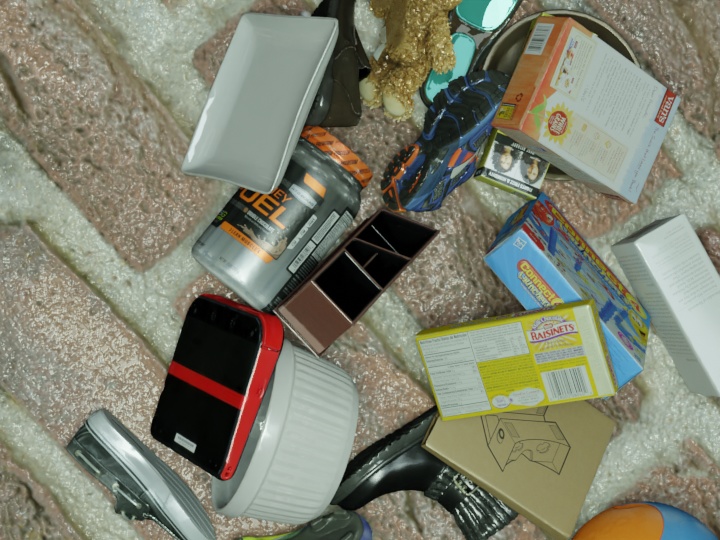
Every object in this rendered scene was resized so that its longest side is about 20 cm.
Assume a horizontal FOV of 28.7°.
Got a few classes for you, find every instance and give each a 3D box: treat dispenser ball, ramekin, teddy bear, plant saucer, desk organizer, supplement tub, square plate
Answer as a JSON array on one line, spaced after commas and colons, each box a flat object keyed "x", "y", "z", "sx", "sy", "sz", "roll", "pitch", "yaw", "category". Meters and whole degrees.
[{"x": 0.314, "y": 0.356, "z": 1.548, "sx": 0.200, "sy": 0.201, "sz": 0.202, "roll": 0, "pitch": 88, "yaw": -5, "category": "treat dispenser ball"}, {"x": -0.080, "y": 0.180, "z": 1.526, "sx": 0.105, "sy": 0.200, "sz": 0.201, "roll": 19, "pitch": 87, "yaw": -15, "category": "ramekin"}, {"x": 0.060, "y": -0.266, "z": 1.589, "sx": 0.067, "sy": 0.145, "sz": 0.201, "roll": 12, "pitch": 91, "yaw": -37, "category": "teddy bear"}, {"x": 0.233, "y": -0.204, "z": 1.645, "sx": 0.199, "sy": 0.029, "sz": 0.201, "roll": 0, "pitch": 88, "yaw": -5, "category": "plant saucer"}, {"x": 0.000, "y": 0.000, "z": 1.541, "sx": 0.072, "sy": 0.077, "sz": 0.200, "roll": 46, "pitch": 46, "yaw": -2, "category": "desk organizer"}, {"x": -0.084, "y": -0.058, "z": 1.566, "sx": 0.122, "sy": 0.123, "sz": 0.200, "roll": 39, "pitch": 85, "yaw": -3, "category": "supplement tub"}, {"x": -0.108, "y": -0.185, "z": 1.550, "sx": 0.028, "sy": 0.198, "sz": 0.201, "roll": 24, "pitch": 86, "yaw": -38, "category": "square plate"}]

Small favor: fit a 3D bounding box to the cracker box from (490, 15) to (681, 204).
[{"x": 0.252, "y": -0.176, "z": 1.559, "sx": 0.200, "sy": 0.058, "sz": 0.134, "roll": 27, "pitch": 85, "yaw": -34, "category": "cracker box"}]

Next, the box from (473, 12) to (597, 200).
[{"x": 0.199, "y": -0.185, "z": 1.602, "sx": 0.075, "sy": 0.050, "sz": 0.201, "roll": 22, "pitch": 86, "yaw": -6, "category": "box"}]

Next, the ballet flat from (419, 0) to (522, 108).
[{"x": 0.126, "y": -0.274, "z": 1.615, "sx": 0.068, "sy": 0.068, "sz": 0.201, "roll": 32, "pitch": 95, "yaw": 1, "category": "ballet flat"}]

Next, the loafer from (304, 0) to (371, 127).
[{"x": -0.026, "y": -0.233, "z": 1.580, "sx": 0.071, "sy": 0.073, "sz": 0.201, "roll": 21, "pitch": 54, "yaw": -23, "category": "loafer"}]

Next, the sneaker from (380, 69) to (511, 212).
[{"x": 0.106, "y": -0.144, "z": 1.589, "sx": 0.200, "sy": 0.078, "sz": 0.075, "roll": -48, "pitch": 54, "yaw": 22, "category": "sneaker"}]

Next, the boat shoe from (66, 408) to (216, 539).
[{"x": -0.246, "y": 0.246, "z": 1.577, "sx": 0.071, "sy": 0.072, "sz": 0.200, "roll": -45, "pitch": 82, "yaw": 4, "category": "boat shoe"}]

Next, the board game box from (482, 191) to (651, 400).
[{"x": 0.233, "y": 0.022, "z": 1.552, "sx": 0.056, "sy": 0.196, "sz": 0.200, "roll": -40, "pitch": 93, "yaw": 20, "category": "board game box"}]

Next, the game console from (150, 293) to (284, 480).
[{"x": -0.157, "y": 0.121, "z": 1.524, "sx": 0.031, "sy": 0.200, "sz": 0.178, "roll": 17, "pitch": 89, "yaw": -31, "category": "game console"}]

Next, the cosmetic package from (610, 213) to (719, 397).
[{"x": 0.376, "y": 0.040, "z": 1.613, "sx": 0.071, "sy": 0.101, "sz": 0.201, "roll": -29, "pitch": 92, "yaw": -6, "category": "cosmetic package"}]

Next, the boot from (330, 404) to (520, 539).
[{"x": 0.081, "y": 0.252, "z": 1.592, "sx": 0.211, "sy": 0.079, "sz": 0.158, "roll": -32, "pitch": 91, "yaw": -6, "category": "boot"}]

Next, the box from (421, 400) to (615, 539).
[{"x": 0.181, "y": 0.185, "z": 1.587, "sx": 0.200, "sy": 0.021, "sz": 0.164, "roll": 35, "pitch": 59, "yaw": -10, "category": "box"}]

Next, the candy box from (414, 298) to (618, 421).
[{"x": 0.163, "y": 0.096, "z": 1.480, "sx": 0.199, "sy": 0.026, "sz": 0.103, "roll": -11, "pitch": 102, "yaw": 27, "category": "candy box"}]

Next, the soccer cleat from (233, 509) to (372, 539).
[{"x": -0.079, "y": 0.326, "z": 1.584, "sx": 0.199, "sy": 0.084, "sz": 0.065, "roll": -20, "pitch": 55, "yaw": 10, "category": "soccer cleat"}]
